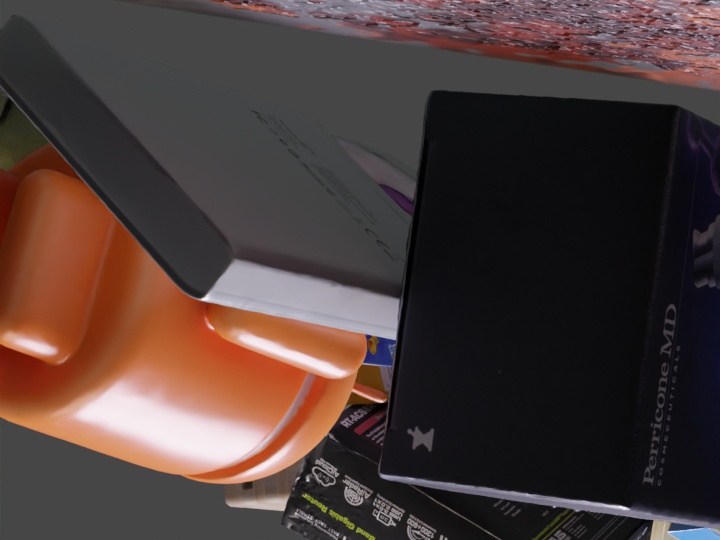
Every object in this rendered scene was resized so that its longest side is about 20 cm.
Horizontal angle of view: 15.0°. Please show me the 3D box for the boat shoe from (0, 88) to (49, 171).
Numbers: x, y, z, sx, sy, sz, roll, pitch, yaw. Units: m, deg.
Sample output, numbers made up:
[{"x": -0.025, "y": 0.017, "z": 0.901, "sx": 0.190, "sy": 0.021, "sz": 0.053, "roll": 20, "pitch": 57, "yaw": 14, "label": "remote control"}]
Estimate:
[{"x": -0.171, "y": -0.049, "z": 1.149, "sx": 0.199, "sy": 0.072, "sz": 0.062, "roll": 7, "pitch": 171, "yaw": 29, "label": "boat shoe"}]

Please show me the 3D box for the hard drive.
[{"x": -0.039, "y": -0.028, "z": 1.016, "sx": 0.132, "sy": 0.027, "sz": 0.200, "roll": 47, "pitch": -165, "yaw": 26, "label": "hard drive"}]

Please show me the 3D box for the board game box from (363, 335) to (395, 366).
[{"x": 0.000, "y": 0.000, "z": 1.328, "sx": 0.134, "sy": 0.045, "sz": 0.200, "roll": -21, "pitch": -164, "yaw": -39, "label": "board game box"}]

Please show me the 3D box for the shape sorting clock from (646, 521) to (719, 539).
[{"x": 0.197, "y": 0.079, "z": 1.378, "sx": 0.039, "sy": 0.201, "sz": 0.200, "roll": 21, "pitch": -178, "yaw": 25, "label": "shape sorting clock"}]

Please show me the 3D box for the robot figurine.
[{"x": -0.080, "y": 0.017, "z": 1.066, "sx": 0.144, "sy": 0.117, "sz": 0.200, "roll": -36, "pitch": 144, "yaw": 25, "label": "robot figurine"}]

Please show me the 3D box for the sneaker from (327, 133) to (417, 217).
[{"x": -0.032, "y": -0.033, "z": 1.233, "sx": 0.199, "sy": 0.075, "sz": 0.099, "roll": 8, "pitch": -167, "yaw": 36, "label": "sneaker"}]

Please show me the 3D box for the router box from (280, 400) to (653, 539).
[{"x": 0.073, "y": 0.107, "z": 1.373, "sx": 0.150, "sy": 0.062, "sz": 0.200, "roll": 31, "pitch": -152, "yaw": 17, "label": "router box"}]

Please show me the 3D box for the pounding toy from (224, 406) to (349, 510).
[{"x": -0.022, "y": 0.043, "z": 1.550, "sx": 0.142, "sy": 0.185, "sz": 0.200, "roll": -9, "pitch": 168, "yaw": 36, "label": "pounding toy"}]

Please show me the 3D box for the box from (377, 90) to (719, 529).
[{"x": 0.104, "y": 0.022, "z": 1.050, "sx": 0.104, "sy": 0.149, "sz": 0.200, "roll": 5, "pitch": 176, "yaw": 29, "label": "box"}]

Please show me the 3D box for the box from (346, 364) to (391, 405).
[{"x": 0.039, "y": 0.019, "z": 1.401, "sx": 0.119, "sy": 0.042, "sz": 0.200, "roll": -5, "pitch": -163, "yaw": 28, "label": "box"}]
